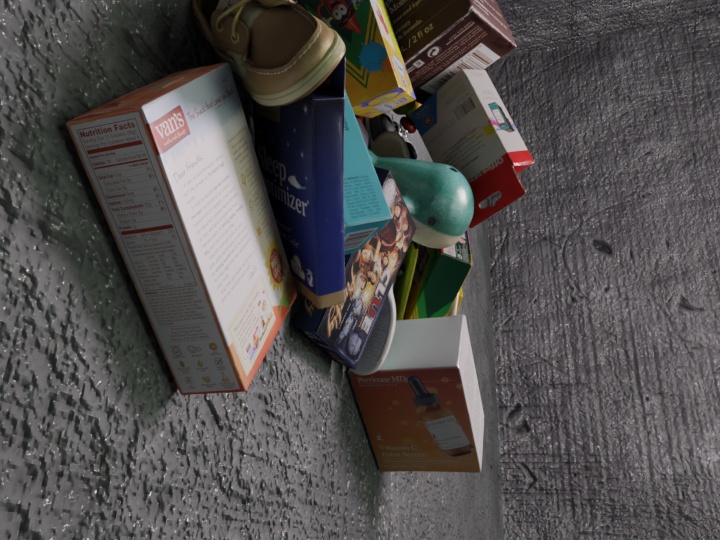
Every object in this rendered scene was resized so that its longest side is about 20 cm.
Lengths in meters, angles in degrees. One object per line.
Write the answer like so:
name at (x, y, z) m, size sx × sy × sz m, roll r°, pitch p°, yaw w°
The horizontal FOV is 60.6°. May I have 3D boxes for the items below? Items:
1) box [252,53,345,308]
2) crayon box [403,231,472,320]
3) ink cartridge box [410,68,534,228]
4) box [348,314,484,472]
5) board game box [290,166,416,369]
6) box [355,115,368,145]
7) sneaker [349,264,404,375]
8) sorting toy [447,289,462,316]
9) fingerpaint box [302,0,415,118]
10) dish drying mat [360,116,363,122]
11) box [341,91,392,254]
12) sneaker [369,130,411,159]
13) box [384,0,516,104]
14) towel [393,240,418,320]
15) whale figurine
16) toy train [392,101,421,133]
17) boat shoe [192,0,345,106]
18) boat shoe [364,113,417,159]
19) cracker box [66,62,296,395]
box at (-0.053, -0.084, 0.514) m, size 0.121 × 0.032 × 0.202 m, roll 34°, pitch -51°, yaw 52°
crayon box at (0.115, -0.002, 1.005) m, size 0.201 × 0.058 × 0.174 m, roll -83°, pitch -166°, yaw -57°
ink cartridge box at (0.171, -0.178, 0.911) m, size 0.067 × 0.116 × 0.202 m, roll -16°, pitch 77°, yaw -45°
box at (0.085, 0.176, 0.866) m, size 0.107 × 0.150 × 0.202 m, roll -70°, pitch 149°, yaw -53°
board game box at (0.000, 0.000, 0.720) m, size 0.202 × 0.034 × 0.136 m, roll -66°, pitch 154°, yaw -16°
box at (-0.044, -0.134, 0.721) m, size 0.200 × 0.049 × 0.201 m, roll 55°, pitch 33°, yaw -57°
sneaker at (0.023, 0.050, 0.838) m, size 0.118 × 0.073 × 0.203 m, roll 54°, pitch 35°, yaw -64°
sorting toy at (0.144, 0.028, 1.086) m, size 0.185 × 0.036 × 0.202 m, roll 131°, pitch -23°, yaw -66°
fingerpaint box at (-0.002, -0.273, 0.722) m, size 0.200 × 0.073 × 0.169 m, roll -52°, pitch 123°, yaw -74°
dish drying mat at (-0.029, -0.289, 0.865) m, size 0.201 × 0.018 × 0.077 m, roll 64°, pitch 26°, yaw -49°
box at (-0.040, -0.118, 0.561) m, size 0.082 × 0.049 × 0.202 m, roll -40°, pitch -113°, yaw 58°
sneaker at (0.062, -0.140, 1.011) m, size 0.111 × 0.076 × 0.202 m, roll -57°, pitch 143°, yaw -55°
box at (0.091, -0.376, 0.888) m, size 0.164 × 0.165 × 0.202 m, roll -1°, pitch 66°, yaw -55°
towel at (0.064, 0.037, 0.923) m, size 0.086 × 0.018 × 0.202 m, roll -94°, pitch -169°, yaw -60°
whale figurine at (0.071, -0.120, 0.864) m, size 0.104 × 0.199 × 0.159 m, roll -56°, pitch 180°, yaw 27°
toy train at (0.088, -0.264, 1.004) m, size 0.200 × 0.085 × 0.115 m, roll 49°, pitch 23°, yaw 11°
boat shoe at (-0.081, -0.179, 0.462) m, size 0.066 × 0.074 × 0.200 m, roll 44°, pitch -4°, yaw -39°
boat shoe at (0.051, -0.230, 1.028) m, size 0.200 × 0.061 × 0.074 m, roll 50°, pitch 37°, yaw -66°
cracker box at (-0.112, -0.032, 0.445) m, size 0.134 × 0.057 × 0.202 m, roll -67°, pitch 148°, yaw -60°
